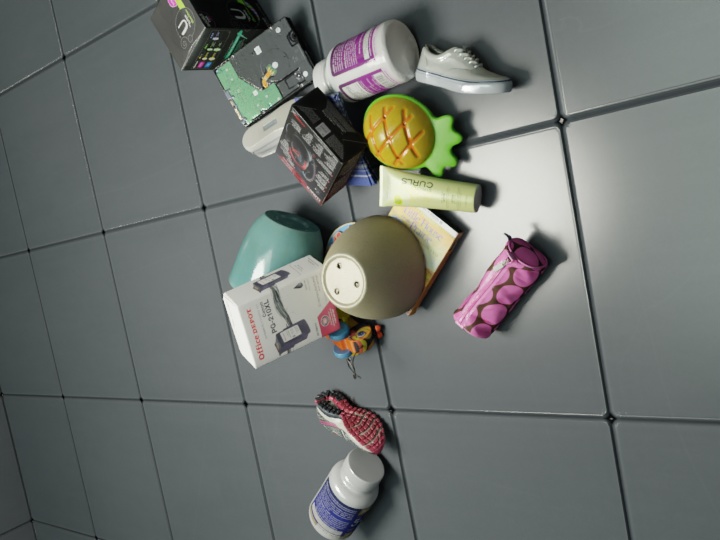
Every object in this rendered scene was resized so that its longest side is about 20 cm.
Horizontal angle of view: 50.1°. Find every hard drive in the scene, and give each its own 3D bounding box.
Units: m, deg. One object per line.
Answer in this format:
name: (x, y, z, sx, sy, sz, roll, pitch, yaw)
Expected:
hard drive: (-0.196, -0.411, 1.606, 0.198, 0.038, 0.142, -30, 93, 19)

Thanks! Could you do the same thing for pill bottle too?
pill bottle: (-0.027, 0.491, 1.702, 0.120, 0.119, 0.202, 45, 127, 23)
pill bottle: (0.005, -0.383, 1.445, 0.197, 0.111, 0.115, -10, 95, 42)

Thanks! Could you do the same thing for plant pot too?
plant pot: (-0.167, -0.031, 1.642, 0.199, 0.199, 0.164, 30, 110, 31)

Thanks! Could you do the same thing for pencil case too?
pencil case: (0.240, 0.034, 1.363, 0.091, 0.093, 0.202, 45, 127, 22)

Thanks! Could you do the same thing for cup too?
cup: (0.005, 0.005, 1.455, 0.196, 0.142, 0.206, 7, 103, 31)

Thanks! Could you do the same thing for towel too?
towel: (-0.048, -0.257, 1.528, 0.143, 0.024, 0.203, 9, 131, 50)

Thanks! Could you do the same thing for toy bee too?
toy bee: (-0.012, 0.143, 1.625, 0.201, 0.107, 0.132, 56, 163, 31)

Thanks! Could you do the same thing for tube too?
tube: (0.123, -0.142, 1.415, 0.196, 0.052, 0.059, 11, 71, 24)

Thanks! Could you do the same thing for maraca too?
maraca: (0.092, -0.247, 1.413, 0.196, 0.107, 0.140, 21, 123, 19)

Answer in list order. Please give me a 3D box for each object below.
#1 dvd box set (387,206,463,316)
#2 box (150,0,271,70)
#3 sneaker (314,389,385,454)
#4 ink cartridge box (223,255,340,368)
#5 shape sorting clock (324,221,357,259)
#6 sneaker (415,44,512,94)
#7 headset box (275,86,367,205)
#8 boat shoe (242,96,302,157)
dvd box set: (0.094, -0.035, 1.493, 0.146, 0.029, 0.202, 40, 118, 19)
box: (-0.311, -0.521, 1.627, 0.124, 0.198, 0.150, -44, 73, 39)
sneaker: (-0.020, 0.340, 1.691, 0.199, 0.080, 0.076, 32, 136, 40)
ink cartridge box: (-0.154, 0.081, 1.527, 0.084, 0.197, 0.148, 32, 141, 56)
shape sorting clock: (0.000, 0.000, 1.601, 0.197, 0.039, 0.205, 13, 110, 39)
sneaker: (0.175, -0.349, 1.331, 0.197, 0.072, 0.072, 22, 118, 36)
headset box: (-0.083, -0.232, 1.499, 0.149, 0.075, 0.200, 48, 154, 6)
boat shoe: (-0.156, -0.298, 1.636, 0.198, 0.068, 0.073, -30, 58, 17)
